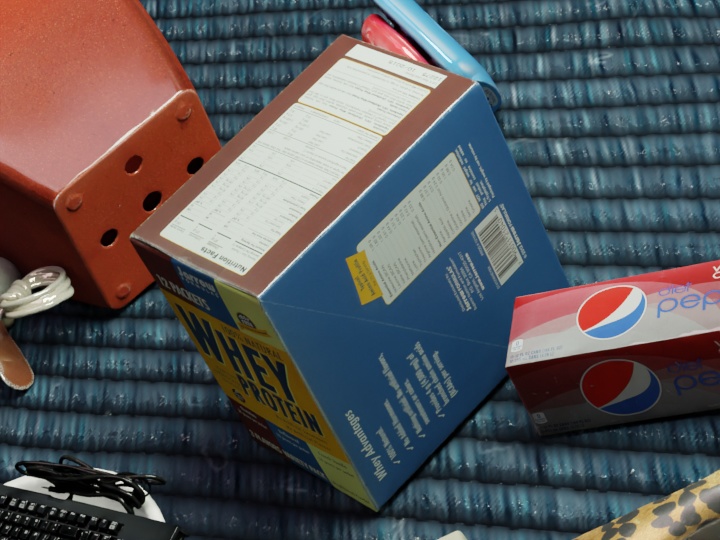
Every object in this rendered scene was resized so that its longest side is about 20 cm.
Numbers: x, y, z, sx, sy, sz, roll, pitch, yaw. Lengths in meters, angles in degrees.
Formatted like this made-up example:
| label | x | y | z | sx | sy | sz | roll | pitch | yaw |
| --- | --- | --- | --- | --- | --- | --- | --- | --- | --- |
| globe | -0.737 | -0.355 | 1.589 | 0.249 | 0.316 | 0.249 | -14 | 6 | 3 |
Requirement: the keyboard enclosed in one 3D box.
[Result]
| label | x | y | z | sx | sy | sz | roll | pitch | yaw |
| --- | --- | --- | --- | --- | --- | --- | --- | --- | --- |
| keyboard | -0.196 | 0.150 | 1.338 | 0.199 | 0.040 | 0.104 | 7 | 51 | 35 |

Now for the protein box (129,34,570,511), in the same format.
| label | x | y | z | sx | sy | sz | roll | pitch | yaw |
| --- | --- | --- | --- | --- | --- | --- | --- | --- | --- |
| protein box | 0.000 | 0.000 | 1.413 | 0.200 | 0.199 | 0.135 | -44 | 41 | -19 |

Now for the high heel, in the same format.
| label | x | y | z | sx | sy | sz | roll | pitch | yaw |
| --- | --- | --- | --- | --- | --- | --- | --- | --- | --- |
| high heel | 0.201 | 0.110 | 1.269 | 0.142 | 0.072 | 0.201 | 10 | 61 | 30 |

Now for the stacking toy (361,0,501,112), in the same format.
| label | x | y | z | sx | sy | sz | roll | pitch | yaw |
| --- | --- | --- | --- | --- | --- | --- | --- | --- | --- |
| stacking toy | -0.003 | -0.097 | 1.616 | 0.200 | 0.116 | 0.110 | -46 | 71 | 3 |

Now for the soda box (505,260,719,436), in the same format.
| label | x | y | z | sx | sy | sz | roll | pitch | yaw |
| --- | --- | --- | --- | --- | --- | --- | --- | --- | --- |
| soda box | 0.193 | 0.043 | 1.354 | 0.199 | 0.070 | 0.064 | -11 | 40 | 21 |

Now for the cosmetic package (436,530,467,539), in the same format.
| label | x | y | z | sx | sy | sz | roll | pitch | yaw |
| --- | --- | --- | --- | --- | --- | --- | --- | --- | --- |
| cosmetic package | 0.057 | 0.251 | 1.180 | 0.087 | 0.104 | 0.200 | -26 | 37 | 5 |

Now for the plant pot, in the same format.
| label | x | y | z | sx | sy | sz | roll | pitch | yaw |
| --- | --- | --- | --- | --- | --- | --- | --- | --- | --- |
| plant pot | -0.204 | -0.092 | 1.657 | 0.200 | 0.200 | 0.176 | -41 | 51 | -15 |

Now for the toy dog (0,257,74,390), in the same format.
| label | x | y | z | sx | sy | sz | roll | pitch | yaw |
| --- | --- | --- | --- | --- | --- | --- | --- | --- | --- |
| toy dog | -0.294 | 0.078 | 1.615 | 0.131 | 0.097 | 0.200 | 11 | 38 | 42 |

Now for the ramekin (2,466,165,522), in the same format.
| label | x | y | z | sx | sy | sz | roll | pitch | yaw |
| --- | --- | --- | --- | --- | --- | --- | --- | --- | --- |
| ramekin | -0.189 | 0.227 | 1.358 | 0.199 | 0.098 | 0.201 | -16 | 41 | 14 |
